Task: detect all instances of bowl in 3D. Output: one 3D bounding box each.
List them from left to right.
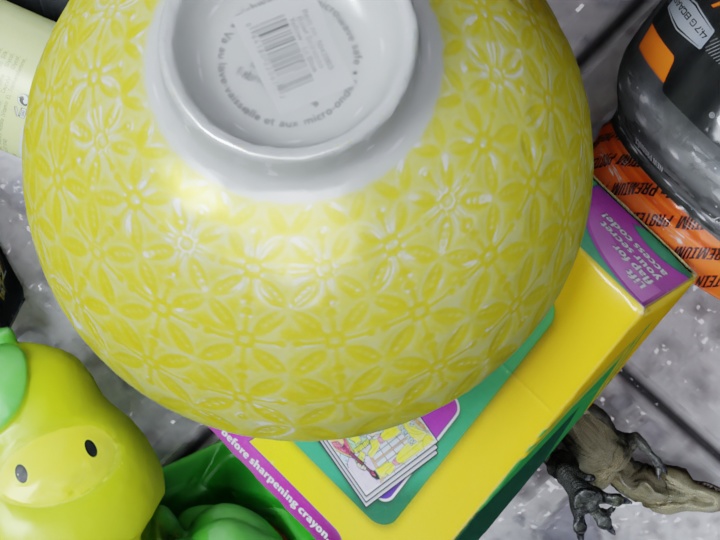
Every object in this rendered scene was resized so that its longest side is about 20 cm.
[{"bbox_3d":[-0.020,-0.054,0.621,0.198,0.108,0.202,-1,72,2],"label":"bowl"}]

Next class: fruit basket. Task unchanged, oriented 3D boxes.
[{"bbox_3d":[-0.110,0.132,0.794,0.214,0.156,0.217,-18,131,-22],"label":"fruit basket"}]

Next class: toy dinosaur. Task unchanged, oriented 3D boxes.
[{"bbox_3d":[0.079,0.059,0.801,0.200,0.088,0.047,43,100,-16],"label":"toy dinosaur"}]

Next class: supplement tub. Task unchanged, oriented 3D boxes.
[{"bbox_3d":[0.179,-0.089,0.709,0.122,0.123,0.200,32,112,-11],"label":"supplement tub"}]

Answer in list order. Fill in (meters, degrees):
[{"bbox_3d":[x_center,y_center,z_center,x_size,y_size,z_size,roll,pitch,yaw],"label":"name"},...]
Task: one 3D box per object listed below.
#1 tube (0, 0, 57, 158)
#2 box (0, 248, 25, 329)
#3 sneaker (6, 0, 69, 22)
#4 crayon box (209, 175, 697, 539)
[{"bbox_3d":[-0.161,-0.086,0.711,0.199,0.052,0.058,22,89,1],"label":"tube"},{"bbox_3d":[-0.256,-0.036,0.803,0.158,0.046,0.201,-21,112,13],"label":"box"},{"bbox_3d":[-0.121,-0.133,0.735,0.111,0.073,0.201,18,115,-5],"label":"sneaker"},{"bbox_3d":[0.000,0.000,0.740,0.200,0.058,0.173,45,121,14],"label":"crayon box"}]
